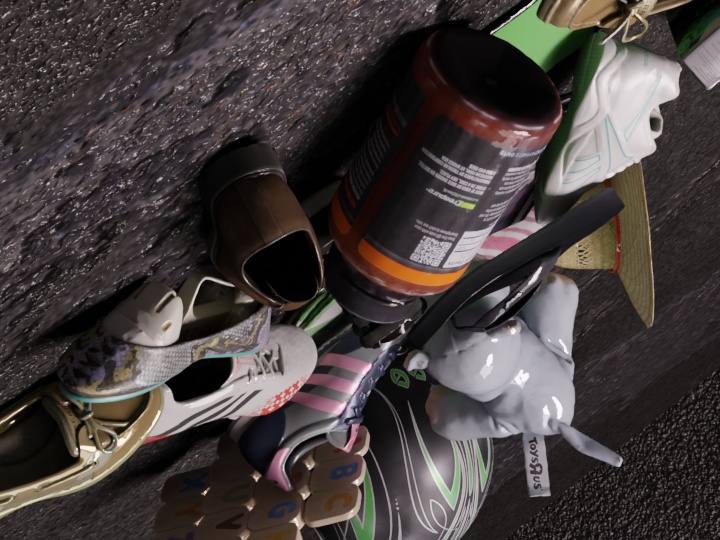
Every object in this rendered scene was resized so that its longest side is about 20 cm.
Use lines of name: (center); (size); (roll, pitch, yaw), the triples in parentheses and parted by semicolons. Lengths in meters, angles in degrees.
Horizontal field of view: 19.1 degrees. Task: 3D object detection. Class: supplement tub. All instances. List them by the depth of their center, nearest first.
supplement tub: (0.045, -0.058, 1.430); (0.107, 0.107, 0.200); (-19, 149, -49)

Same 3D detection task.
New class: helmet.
helmet: (0.029, 0.173, 1.958); (0.200, 0.191, 0.200); (-34, 165, -11)

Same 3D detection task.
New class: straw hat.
straw hat: (0.190, -0.042, 1.774); (0.085, 0.202, 0.201); (-7, 164, 3)

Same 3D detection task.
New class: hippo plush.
hippo plush: (0.089, 0.074, 1.729); (0.159, 0.201, 0.161); (-26, 148, 27)

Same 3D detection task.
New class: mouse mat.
mouse mat: (0.089, -0.137, 1.525); (0.200, 0.008, 0.161); (-37, 165, -2)

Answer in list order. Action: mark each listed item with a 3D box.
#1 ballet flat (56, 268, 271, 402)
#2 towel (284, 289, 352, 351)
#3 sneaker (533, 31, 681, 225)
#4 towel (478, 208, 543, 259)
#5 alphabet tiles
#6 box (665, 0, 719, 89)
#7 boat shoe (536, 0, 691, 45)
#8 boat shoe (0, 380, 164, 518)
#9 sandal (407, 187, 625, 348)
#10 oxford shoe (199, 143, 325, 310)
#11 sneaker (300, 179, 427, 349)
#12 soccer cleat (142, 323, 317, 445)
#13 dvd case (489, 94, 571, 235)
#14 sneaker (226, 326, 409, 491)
ballet flat: (-0.131, 0.035, 1.468); (0.200, 0.072, 0.072); (-17, 155, -52)
towel: (-0.013, 0.035, 1.784); (0.152, 0.023, 0.200); (-24, 160, -42)
sneaker: (0.184, -0.096, 1.630); (0.080, 0.071, 0.201); (11, 143, -10)
towel: (0.145, -0.043, 1.888); (0.200, 0.030, 0.146); (-42, 165, 19)
alphabet tiles: (-0.089, 0.190, 1.824); (0.195, 0.015, 0.200); (-15, -150, 15)
box: (0.293, -0.208, 1.567); (0.144, 0.036, 0.200); (-41, -173, 14)
boat shoe: (0.201, -0.203, 1.454); (0.200, 0.063, 0.073); (-29, 161, -35)
boat shoe: (-0.226, 0.122, 1.482); (0.200, 0.073, 0.063); (-25, 167, -14)
sandal: (0.124, 0.003, 1.619); (0.200, 0.043, 0.076); (-32, 173, -15)
oxford shoe: (-0.058, -0.004, 1.414); (0.072, 0.085, 0.200); (-27, 160, -1)
sneaker: (0.000, 0.000, 1.561); (0.071, 0.099, 0.200); (-35, 164, 3)
soccer cleat: (-0.100, 0.077, 1.635); (0.199, 0.069, 0.085); (-17, 160, -41)
dvd case: (0.100, -0.069, 1.697); (0.200, 0.016, 0.149); (-23, 153, -45)
sneaker: (-0.012, 0.105, 1.797); (0.200, 0.082, 0.070); (-38, 164, 4)
